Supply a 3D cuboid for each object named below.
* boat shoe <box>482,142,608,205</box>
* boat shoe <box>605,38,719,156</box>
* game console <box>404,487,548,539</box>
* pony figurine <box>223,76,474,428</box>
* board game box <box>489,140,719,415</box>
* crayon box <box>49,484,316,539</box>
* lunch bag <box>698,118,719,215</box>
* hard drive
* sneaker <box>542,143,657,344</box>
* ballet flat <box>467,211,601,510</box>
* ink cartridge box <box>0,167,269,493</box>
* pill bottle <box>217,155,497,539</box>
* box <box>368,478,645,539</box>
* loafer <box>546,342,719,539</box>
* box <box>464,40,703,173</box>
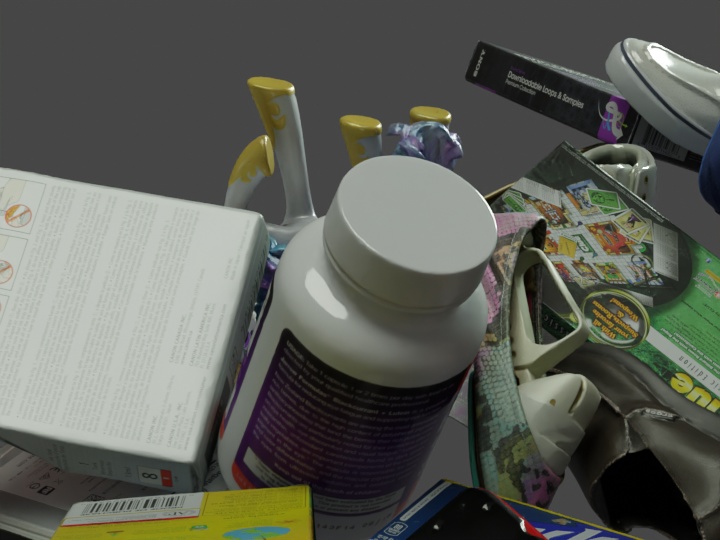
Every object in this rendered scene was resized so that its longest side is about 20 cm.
[{"bbox_3d":[0.085,-0.029,1.433,0.200,0.063,0.073,-21,28,-23],"label":"boat shoe"},{"bbox_3d":[0.254,-0.100,1.388,0.200,0.070,0.071,34,33,-1],"label":"boat shoe"},{"bbox_3d":[0.025,0.197,0.960,0.200,0.031,0.177,-39,32,-10],"label":"game console"},{"bbox_3d":[0.000,0.000,1.299,0.192,0.201,0.167,10,20,7],"label":"pony figurine"},{"bbox_3d":[0.159,0.017,1.230,0.200,0.023,0.105,40,56,17],"label":"board game box"},{"bbox_3d":[-0.083,0.143,1.009,0.126,0.051,0.200,-4,3,0],"label":"crayon box"},{"bbox_3d":[0.321,-0.057,1.283,0.199,0.136,0.132,13,15,-27],"label":"lunch bag"},{"bbox_3d":[-0.127,0.130,1.216,0.200,0.038,0.140,12,34,36],"label":"hard drive"},{"bbox_3d":[0.137,-0.004,1.307,0.073,0.116,0.200,1,29,17],"label":"sneaker"},{"bbox_3d":[0.088,0.051,1.149,0.071,0.069,0.201,-17,56,17],"label":"ballet flat"},{"bbox_3d":[-0.165,0.030,1.208,0.199,0.050,0.163,9,61,9],"label":"ink cartridge box"},{"bbox_3d":[0.001,0.040,1.115,0.111,0.200,0.112,11,44,-11],"label":"pill bottle"},{"bbox_3d":[0.100,0.164,1.034,0.200,0.064,0.070,14,35,39],"label":"box"},{"bbox_3d":[0.141,0.096,1.147,0.071,0.073,0.200,-26,29,-29],"label":"loafer"},{"bbox_3d":[0.183,-0.108,1.513,0.143,0.036,0.200,14,9,-35],"label":"box"}]
